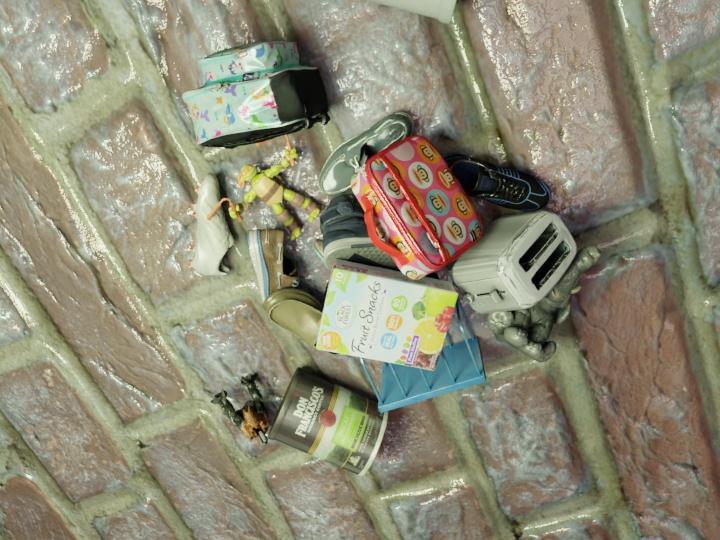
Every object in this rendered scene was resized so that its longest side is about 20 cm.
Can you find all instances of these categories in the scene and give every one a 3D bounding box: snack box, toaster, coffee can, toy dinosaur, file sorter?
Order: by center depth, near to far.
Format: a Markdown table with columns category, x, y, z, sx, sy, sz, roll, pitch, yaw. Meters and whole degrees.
| category | x | y | z | sx | sy | sz | roll | pitch | yaw |
| --- | --- | --- | --- | --- | --- | --- | --- | --- | --- |
| snack box | 0.040 | 0.072 | 0.869 | 0.198 | 0.053 | 0.143 | 12 | 109 | -6 |
| toaster | 0.251 | -0.019 | 0.870 | 0.200 | 0.129 | 0.114 | -43 | 106 | -22 |
| file sorter | 0.110 | 0.146 | 0.998 | 0.199 | 0.139 | 0.123 | -20 | 108 | 14 |
| coffee can | -0.063 | 0.298 | 1.075 | 0.199 | 0.147 | 0.147 | 24 | 113 | -4 |
| toy dinosaur | -0.217 | 0.284 | 1.087 | 0.136 | 0.102 | 0.200 | 57 | 141 | 12 |

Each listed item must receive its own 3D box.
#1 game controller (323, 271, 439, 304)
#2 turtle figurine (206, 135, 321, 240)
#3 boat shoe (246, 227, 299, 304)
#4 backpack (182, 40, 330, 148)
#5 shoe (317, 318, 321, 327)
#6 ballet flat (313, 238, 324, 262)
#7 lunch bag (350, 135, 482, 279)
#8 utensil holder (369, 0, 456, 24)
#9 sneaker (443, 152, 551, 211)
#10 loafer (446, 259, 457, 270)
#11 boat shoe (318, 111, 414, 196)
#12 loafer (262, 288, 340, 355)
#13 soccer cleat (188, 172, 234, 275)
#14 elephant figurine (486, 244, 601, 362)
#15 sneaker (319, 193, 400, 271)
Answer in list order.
| category | x | y | z | sx | sy | sz | roll | pitch | yaw |
| --- | --- | --- | --- | --- | --- | --- | --- | --- | --- |
| game controller | 0.036 | 0.037 | 0.944 | 0.198 | 0.042 | 0.104 | 1 | 153 | -15 |
| turtle figurine | -0.160 | -0.129 | 0.954 | 0.161 | 0.064 | 0.200 | 42 | 96 | -21 |
| boat shoe | -0.149 | 0.010 | 0.987 | 0.072 | 0.073 | 0.201 | -9 | 135 | -1 |
| backpack | -0.170 | -0.267 | 0.842 | 0.199 | 0.178 | 0.152 | -13 | 107 | 22 |
| shoe | 0.026 | 0.097 | 0.952 | 0.198 | 0.054 | 0.070 | -11 | 155 | 3 |
| ballet flat | 0.000 | 0.000 | 0.995 | 0.067 | 0.068 | 0.200 | -38 | 114 | 14 |
| lunch bag | 0.078 | -0.093 | 0.830 | 0.201 | 0.176 | 0.082 | 57 | 146 | 0 |
| utensil holder | 0.052 | -0.454 | 0.748 | 0.198 | 0.170 | 0.171 | 15 | 113 | 3 |
| sneaker | 0.225 | -0.139 | 0.901 | 0.199 | 0.078 | 0.071 | 17 | 113 | 0 |
| loafer | 0.168 | -0.033 | 0.955 | 0.200 | 0.068 | 0.071 | 29 | 102 | -9 |
| boat shoe | 0.004 | -0.192 | 0.913 | 0.199 | 0.062 | 0.073 | -35 | 105 | 18 |
| loafer | -0.089 | 0.097 | 1.001 | 0.199 | 0.068 | 0.076 | 28 | 113 | -34 |
| soccer cleat | -0.265 | -0.081 | 0.990 | 0.077 | 0.069 | 0.201 | 12 | 120 | -4 |
| elephant figurine | 0.319 | 0.048 | 0.948 | 0.141 | 0.155 | 0.201 | 35 | 86 | -44 |
| sneaker | 0.028 | -0.069 | 0.928 | 0.201 | 0.147 | 0.077 | 0 | 131 | -14 |
